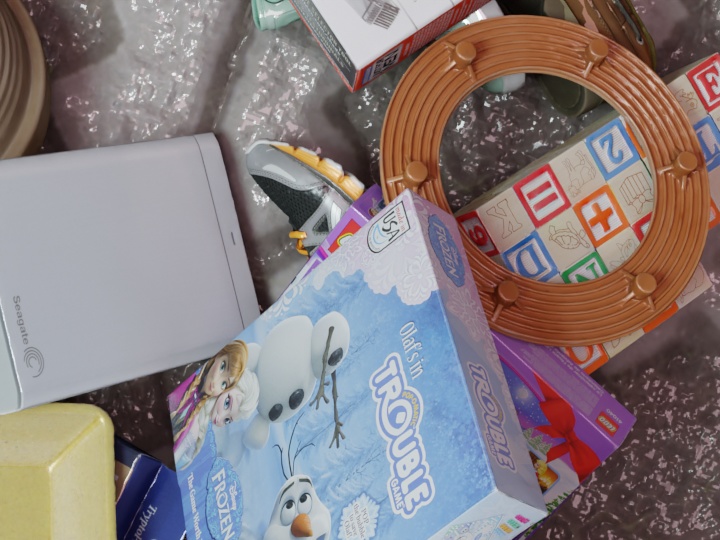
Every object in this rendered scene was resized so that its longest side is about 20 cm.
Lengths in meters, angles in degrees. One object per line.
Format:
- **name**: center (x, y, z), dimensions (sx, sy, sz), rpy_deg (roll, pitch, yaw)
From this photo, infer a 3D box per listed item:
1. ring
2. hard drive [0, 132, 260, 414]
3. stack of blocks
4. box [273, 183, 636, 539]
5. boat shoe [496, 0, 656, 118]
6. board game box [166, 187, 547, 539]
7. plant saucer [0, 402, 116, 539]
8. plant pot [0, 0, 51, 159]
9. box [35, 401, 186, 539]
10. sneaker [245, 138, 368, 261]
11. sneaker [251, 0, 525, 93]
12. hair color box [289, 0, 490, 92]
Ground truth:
- **ring**: center (0.107, -0.055, 1.015), dimensions (0.199, 0.019, 0.202), rpy_deg (5, 68, -13)
- **hard drive**: center (-0.140, -0.004, 1.026), dimensions (0.027, 0.199, 0.133), rpy_deg (-14, 90, 38)
- **stack of blocks**: center (0.157, -0.030, 1.076), dimensions (0.199, 0.059, 0.116), rpy_deg (-33, 96, -23)
- **box**: center (0.039, 0.067, 1.034), dimensions (0.200, 0.039, 0.137), rpy_deg (42, 124, 4)
- **boat shoe**: center (0.114, -0.193, 1.107), dimensions (0.068, 0.072, 0.201), rpy_deg (-24, 89, -22)
- **board game box**: center (-0.012, 0.092, 0.928), dimensions (0.199, 0.201, 0.043), rpy_deg (-40, 132, 24)
- **plant saucer**: center (-0.228, 0.169, 0.944), dimensions (0.198, 0.048, 0.202), rpy_deg (5, 70, -25)
- **plant pot**: center (-0.279, -0.116, 1.019), dimensions (0.199, 0.093, 0.203), rpy_deg (1, 65, -1)
- **box**: center (-0.195, 0.133, 1.035), dimensions (0.199, 0.032, 0.122), rpy_deg (25, 85, 27)
- **sneaker**: center (0.000, 0.000, 1.083), dimensions (0.200, 0.078, 0.077), rpy_deg (44, 90, -3)
- **sneaker**: center (0.002, -0.158, 1.087), dimensions (0.118, 0.074, 0.201), rpy_deg (-41, 85, -8)
- **hair color box**: center (0.047, -0.205, 1.027), dimensions (0.199, 0.064, 0.111), rpy_deg (-34, 85, -8)
